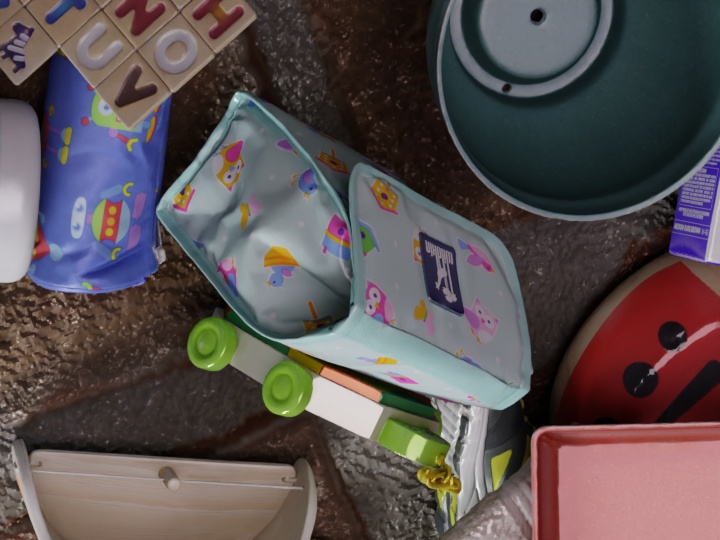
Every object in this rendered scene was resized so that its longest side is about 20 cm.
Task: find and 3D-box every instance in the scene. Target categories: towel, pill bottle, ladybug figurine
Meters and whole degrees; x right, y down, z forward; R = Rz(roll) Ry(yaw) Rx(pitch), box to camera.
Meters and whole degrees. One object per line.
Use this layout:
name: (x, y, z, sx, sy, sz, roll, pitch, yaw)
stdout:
towel: (0.130, 0.204, 1.425, 0.132, 0.034, 0.201, -40, 135, -12)
pill bottle: (-0.292, -0.052, 1.241, 0.198, 0.111, 0.112, 3, 108, -16)
ladybug figurine: (0.213, 0.070, 1.432, 0.136, 0.072, 0.200, 39, 96, -23)

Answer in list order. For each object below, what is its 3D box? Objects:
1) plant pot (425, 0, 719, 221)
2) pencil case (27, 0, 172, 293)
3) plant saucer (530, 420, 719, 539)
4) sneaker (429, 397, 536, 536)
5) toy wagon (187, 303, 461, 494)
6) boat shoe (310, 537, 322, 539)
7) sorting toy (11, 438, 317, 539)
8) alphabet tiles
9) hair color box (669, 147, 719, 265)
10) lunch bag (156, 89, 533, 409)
plant pot: (0.125, -0.147, 1.302, 0.199, 0.134, 0.202, -5, 110, -13)
pencil case: (-0.152, -0.082, 1.284, 0.086, 0.078, 0.202, 7, 107, -9)
plant saucer: (0.209, 0.191, 1.352, 0.198, 0.037, 0.201, -2, 99, 2)
sneaker: (0.095, 0.119, 1.427, 0.084, 0.075, 0.201, -9, 119, -17)
toy wagon: (-0.009, 0.078, 1.308, 0.155, 0.199, 0.040, 21, 95, -52)
boat shoe: (-0.059, 0.283, 1.434, 0.074, 0.075, 0.204, 19, 103, -19)
sorting toy: (-0.120, 0.192, 1.331, 0.198, 0.180, 0.108, 5, 107, -15)
alphabet tiles: (-0.158, -0.186, 1.223, 0.167, 0.008, 0.200, -41, 77, 2)
hair color box: (0.277, -0.098, 1.375, 0.108, 0.065, 0.202, 9, 95, -17)
lunch bag: (0.000, 0.000, 1.260, 0.170, 0.200, 0.122, 27, 101, -44)
